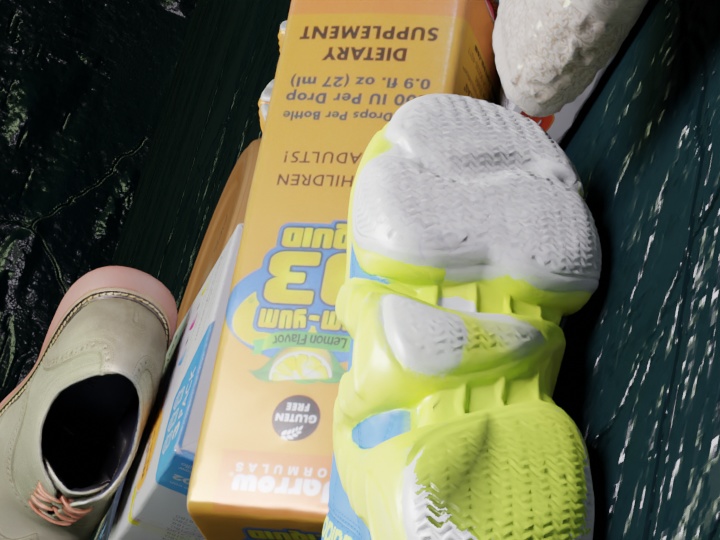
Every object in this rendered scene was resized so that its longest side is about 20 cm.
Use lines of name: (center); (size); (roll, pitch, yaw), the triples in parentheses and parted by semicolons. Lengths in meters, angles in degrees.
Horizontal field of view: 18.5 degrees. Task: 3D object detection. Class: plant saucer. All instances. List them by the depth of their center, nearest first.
plant saucer: (-0.086, -0.001, 1.437); (0.200, 0.032, 0.201); (-159, 90, -80)

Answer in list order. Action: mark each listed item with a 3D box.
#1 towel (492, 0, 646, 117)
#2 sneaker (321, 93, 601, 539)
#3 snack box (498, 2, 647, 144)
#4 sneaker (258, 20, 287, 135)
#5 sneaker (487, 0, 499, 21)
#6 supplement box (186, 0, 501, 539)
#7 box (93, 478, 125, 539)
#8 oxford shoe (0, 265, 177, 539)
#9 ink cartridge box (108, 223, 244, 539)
towel: (0.082, -0.157, 0.624); (0.133, 0.034, 0.201); (123, 161, -54)
sneaker: (0.016, 0.039, 0.624); (0.201, 0.075, 0.105); (-83, 15, -50)
snack box: (0.091, -0.126, 0.684); (0.200, 0.024, 0.072); (119, 167, -46)
sneaker: (-0.009, -0.055, 1.004); (0.200, 0.078, 0.078); (-86, 5, -70)
sneaker: (0.002, -0.023, 0.859); (0.201, 0.072, 0.077); (115, 160, -43)
supplement box: (0.000, 0.000, 0.718); (0.069, 0.066, 0.201); (60, -145, -60)
box: (-0.154, 0.238, 1.273); (0.158, 0.051, 0.201); (-90, 21, -63)
oxford shoe: (-0.144, 0.091, 1.044); (0.074, 0.070, 0.201); (-87, 17, -53)
ink cartridge box: (-0.065, 0.077, 1.034); (0.200, 0.067, 0.116); (125, 162, -61)
